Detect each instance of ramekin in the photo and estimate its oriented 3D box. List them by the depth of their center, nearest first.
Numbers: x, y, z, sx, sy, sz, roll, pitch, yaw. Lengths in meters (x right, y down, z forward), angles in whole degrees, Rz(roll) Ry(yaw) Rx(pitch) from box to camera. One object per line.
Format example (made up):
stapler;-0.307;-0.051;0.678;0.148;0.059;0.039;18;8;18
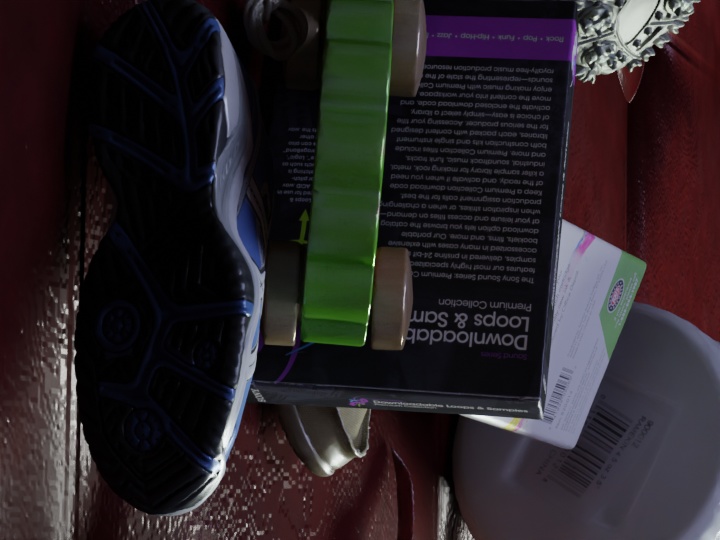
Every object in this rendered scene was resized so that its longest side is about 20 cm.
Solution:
ramekin;0.151;0.115;1.466;0.098;0.200;0.201;42;50;-55

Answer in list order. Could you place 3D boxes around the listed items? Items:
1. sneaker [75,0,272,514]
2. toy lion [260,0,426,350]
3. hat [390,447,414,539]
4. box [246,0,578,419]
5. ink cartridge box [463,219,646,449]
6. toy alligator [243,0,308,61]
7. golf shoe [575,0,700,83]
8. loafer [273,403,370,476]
sneaker;-0.063;-0.003;0.983;0.077;0.075;0.201;32;59;-64
toy lion;-0.005;-0.060;1.051;0.192;0.068;0.201;96;-2;-69
hat;0.005;0.238;1.295;0.200;0.176;0.166;-29;126;-26
box;0.024;-0.032;1.163;0.036;0.142;0.201;68;27;-66
ink cartridge box;0.069;0.020;1.334;0.200;0.067;0.118;23;89;-59
toy alligator;-0.070;-0.181;1.013;0.054;0.059;0.201;17;-52;65
golf shoe;0.128;-0.190;1.262;0.201;0.078;0.097;96;-27;-45
loafer;0.000;0.000;1.209;0.076;0.067;0.201;41;50;-65
